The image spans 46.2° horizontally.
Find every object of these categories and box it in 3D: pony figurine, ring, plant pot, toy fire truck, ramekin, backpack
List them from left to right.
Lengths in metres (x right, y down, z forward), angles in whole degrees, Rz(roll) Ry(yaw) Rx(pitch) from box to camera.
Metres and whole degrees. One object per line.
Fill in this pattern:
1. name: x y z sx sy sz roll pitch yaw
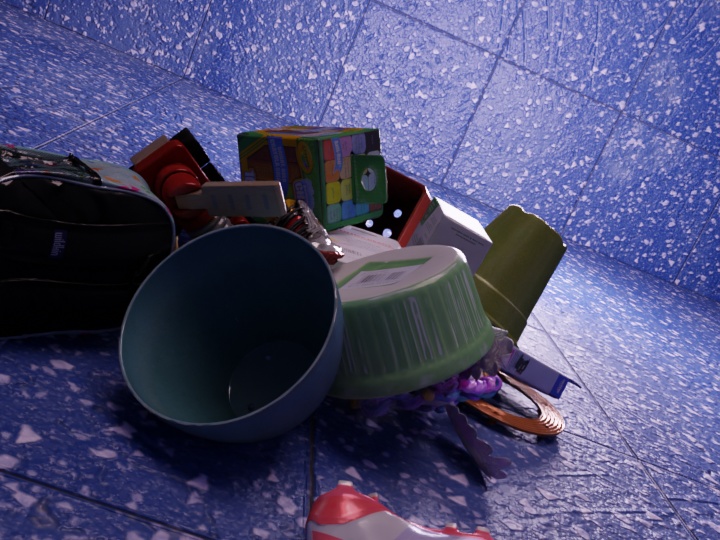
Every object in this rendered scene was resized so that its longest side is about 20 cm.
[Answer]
1. backpack: -0.288 -0.028 0.813 0.200 0.178 0.151 5 26 -37
2. toy fire truck: -0.148 -0.053 0.903 0.176 0.129 0.200 58 -8 -33
3. plant pot: -0.100 0.077 0.780 0.200 0.200 0.135 33 -19 33
4. plant pot: 0.019 -0.081 1.497 0.200 0.200 0.176 30 4 24
5. ramekin: 0.033 0.046 0.885 0.200 0.098 0.200 -14 14 4
6. pony figurine: 0.091 0.130 0.963 0.199 0.167 0.193 5 11 -11
7. ring: 0.187 0.174 1.167 0.200 0.019 0.200 22 15 -6
8. plant pot: 0.239 -0.002 1.409 0.200 0.190 0.200 38 -3 2

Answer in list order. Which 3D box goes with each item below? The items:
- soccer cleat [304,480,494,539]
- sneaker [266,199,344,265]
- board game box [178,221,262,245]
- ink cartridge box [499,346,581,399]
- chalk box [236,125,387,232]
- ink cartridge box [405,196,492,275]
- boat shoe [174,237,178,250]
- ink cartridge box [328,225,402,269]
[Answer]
1. soccer cleat: 0.046 0.235 0.671 0.200 0.067 0.077 26 45 -15
2. sneaker: -0.076 -0.034 0.964 0.082 0.078 0.200 57 -4 -15
3. board game box: -0.166 -0.063 1.265 0.200 0.062 0.200 12 18 36
4. ink cartridge box: 0.202 0.123 1.168 0.200 0.042 0.119 27 -1 -35
5. chalk box: -0.051 -0.126 1.130 0.200 0.125 0.124 10 20 41
6. ink cartridge box: 0.102 0.006 1.261 0.087 0.200 0.145 29 13 -9
7. boat shoe: -0.238 -0.010 1.017 0.073 0.063 0.201 55 -5 -25
8. ink cartridge box: 0.000 0.000 1.100 0.117 0.067 0.200 17 16 -9
